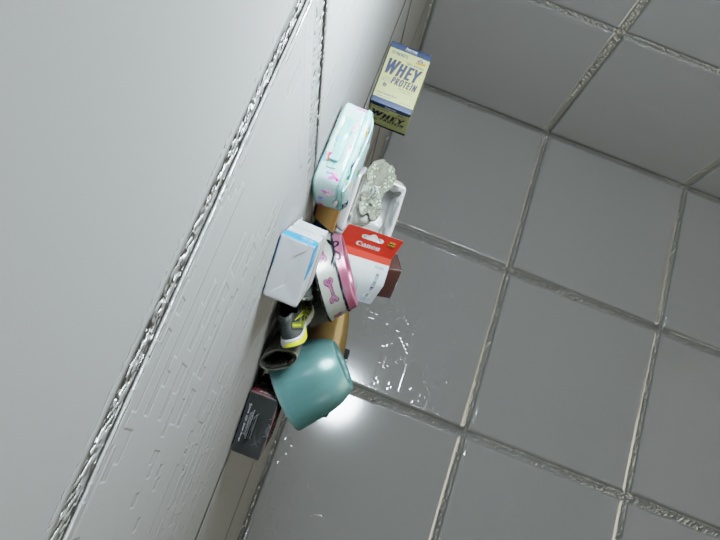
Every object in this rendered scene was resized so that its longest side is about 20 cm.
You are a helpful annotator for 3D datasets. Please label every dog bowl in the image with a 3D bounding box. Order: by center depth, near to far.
[{"bbox_3d":[-0.058,0.008,1.407,0.200,0.072,0.205,-14,91,-88],"label":"dog bowl"}]

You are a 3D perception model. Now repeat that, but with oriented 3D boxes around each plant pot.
[{"bbox_3d":[-0.111,0.259,1.510,0.201,0.158,0.204,-23,90,-88],"label":"plant pot"},{"bbox_3d":[-0.103,0.145,1.666,0.187,0.183,0.203,-68,-179,-72],"label":"plant pot"}]

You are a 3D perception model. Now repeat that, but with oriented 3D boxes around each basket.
[{"bbox_3d":[0.019,-0.202,1.892,0.161,0.194,0.204,-82,-168,-74],"label":"basket"}]

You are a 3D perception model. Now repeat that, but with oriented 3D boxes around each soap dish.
[{"bbox_3d":[-0.046,-0.187,1.495,0.200,0.080,0.160,-67,177,-75],"label":"soap dish"}]

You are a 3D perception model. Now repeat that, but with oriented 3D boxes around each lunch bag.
[{"bbox_3d":[-0.034,-0.229,1.284,0.161,0.076,0.204,109,1,-74],"label":"lunch bag"}]

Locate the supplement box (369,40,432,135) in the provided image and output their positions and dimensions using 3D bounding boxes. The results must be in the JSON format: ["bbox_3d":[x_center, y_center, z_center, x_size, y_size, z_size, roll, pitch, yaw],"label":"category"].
[{"bbox_3d":[0.121,-0.566,1.960,0.200,0.132,0.204,107,3,-84],"label":"supplement box"}]

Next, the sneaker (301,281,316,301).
[{"bbox_3d":[-0.135,0.016,1.364,0.200,0.074,0.081,-82,175,-78],"label":"sneaker"}]

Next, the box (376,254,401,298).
[{"bbox_3d":[0.000,0.000,1.643,0.076,0.196,0.101,-96,-157,-49],"label":"box"}]

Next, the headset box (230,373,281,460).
[{"bbox_3d":[-0.239,0.350,1.502,0.200,0.074,0.152,-68,177,-85],"label":"headset box"}]

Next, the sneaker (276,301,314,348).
[{"bbox_3d":[-0.147,0.087,1.406,0.201,0.073,0.086,-97,176,-61],"label":"sneaker"}]

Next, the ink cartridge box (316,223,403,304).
[{"bbox_3d":[-0.002,-0.011,1.545,0.201,0.157,0.048,-55,-151,38],"label":"ink cartridge box"}]

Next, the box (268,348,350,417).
[{"bbox_3d":[-0.149,0.283,1.760,0.050,0.196,0.201,114,-3,-56],"label":"box"}]

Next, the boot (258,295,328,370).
[{"bbox_3d":[-0.137,0.142,1.458,0.179,0.073,0.200,-27,-168,16],"label":"boot"}]

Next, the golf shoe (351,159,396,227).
[{"bbox_3d":[0.023,-0.189,1.540,0.097,0.078,0.202,-41,-162,52],"label":"golf shoe"}]

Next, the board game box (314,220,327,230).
[{"bbox_3d":[-0.117,-0.036,1.593,0.152,0.044,0.203,-71,180,-69],"label":"board game box"}]

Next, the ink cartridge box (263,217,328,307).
[{"bbox_3d":[-0.114,-0.022,1.167,0.200,0.065,0.118,-68,177,-75],"label":"ink cartridge box"}]
